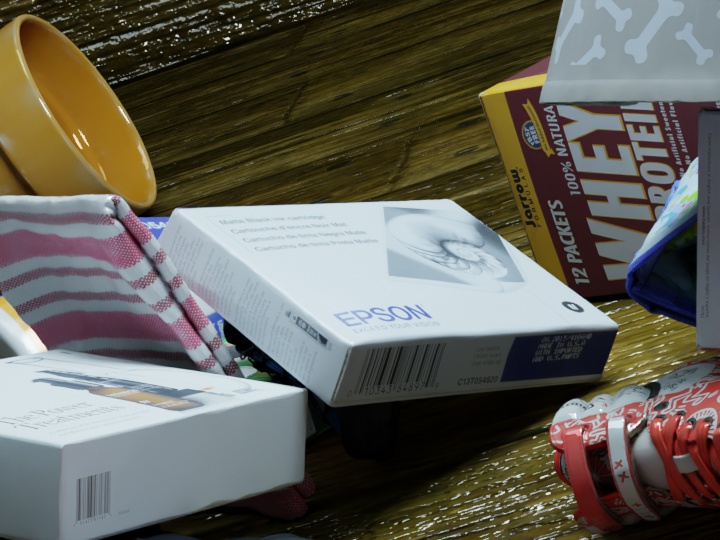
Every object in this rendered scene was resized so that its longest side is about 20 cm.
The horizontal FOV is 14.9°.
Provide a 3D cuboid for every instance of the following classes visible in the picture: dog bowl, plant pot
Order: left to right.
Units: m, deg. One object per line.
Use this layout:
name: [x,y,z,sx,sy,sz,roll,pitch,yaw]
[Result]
plant pot: [-0.309,-0.091,2.393,0.183,0.200,0.200,-33,9,13]
dog bowl: [0.177,-0.100,1.191,0.200,0.059,0.200,0,4,0]

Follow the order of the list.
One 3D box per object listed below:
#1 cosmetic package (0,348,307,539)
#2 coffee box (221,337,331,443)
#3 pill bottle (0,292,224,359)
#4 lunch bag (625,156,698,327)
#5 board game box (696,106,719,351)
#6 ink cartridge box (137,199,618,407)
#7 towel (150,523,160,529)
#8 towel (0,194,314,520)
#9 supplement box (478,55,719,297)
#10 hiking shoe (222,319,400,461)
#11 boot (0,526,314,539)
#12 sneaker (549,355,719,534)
cosmetic package: [-0.139,0.078,1.272,0.151,0.052,0.200,5,7,30]
coffee box: [-0.050,0.065,1.574,0.123,0.044,0.200,-7,18,41]
pill bottle: [-0.132,0.037,1.674,0.200,0.112,0.112,-26,13,-29]
lunch bag: [0.239,-0.027,1.321,0.200,0.128,0.170,-5,16,19]
board game box: [0.252,-0.016,1.151,0.200,0.105,0.103,2,3,29]
ink cartridge box: [0.000,0.000,1.421,0.199,0.041,0.200,-3,30,-44]
towel: [-0.218,0.141,1.414,0.200,0.086,0.166,-3,12,39]
towel: [-0.117,0.045,1.406,0.030,0.200,0.146,-44,23,-30]
supplement box: [0.218,-0.086,1.600,0.197,0.133,0.200,-7,18,46]
hiking shoe: [-0.029,0.044,1.468,0.087,0.074,0.200,-1,25,-11]
boot: [-0.127,0.160,1.187,0.168,0.077,0.200,-2,14,46]
sneaker: [0.142,0.080,1.135,0.108,0.067,0.201,-18,7,-6]
